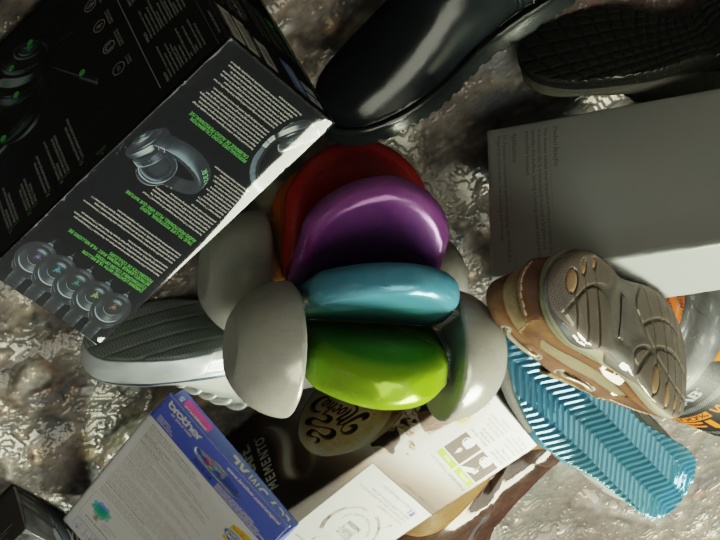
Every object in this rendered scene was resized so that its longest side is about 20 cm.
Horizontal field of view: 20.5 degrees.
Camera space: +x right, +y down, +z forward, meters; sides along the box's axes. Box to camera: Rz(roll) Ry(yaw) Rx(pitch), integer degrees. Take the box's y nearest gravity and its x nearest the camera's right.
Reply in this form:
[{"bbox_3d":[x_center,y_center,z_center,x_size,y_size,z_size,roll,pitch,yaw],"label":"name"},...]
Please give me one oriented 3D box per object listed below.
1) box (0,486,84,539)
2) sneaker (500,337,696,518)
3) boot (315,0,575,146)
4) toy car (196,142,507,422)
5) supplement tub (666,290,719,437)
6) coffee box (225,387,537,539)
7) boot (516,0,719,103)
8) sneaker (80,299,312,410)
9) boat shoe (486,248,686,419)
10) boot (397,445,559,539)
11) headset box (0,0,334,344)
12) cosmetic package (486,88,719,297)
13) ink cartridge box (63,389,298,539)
[{"bbox_3d":[-0.255,0.263,1.432,0.200,0.050,0.158,-44,130,12],"label":"box"},{"bbox_3d":[0.146,0.097,1.364,0.077,0.081,0.200,-50,126,-9],"label":"sneaker"},{"bbox_3d":[0.032,-0.188,1.184,0.200,0.076,0.168,-35,136,-4],"label":"boot"},{"bbox_3d":[0.000,0.000,1.241,0.175,0.200,0.150,4,119,-18],"label":"toy car"},{"bbox_3d":[0.253,0.053,1.441,0.200,0.123,0.123,21,115,-34],"label":"supplement tub"},{"bbox_3d":[0.007,0.121,1.384,0.200,0.113,0.080,-35,125,8],"label":"coffee box"},{"bbox_3d":[0.198,-0.110,1.332,0.200,0.068,0.131,-9,137,-12],"label":"boot"},{"bbox_3d":[-0.088,0.062,1.332,0.200,0.073,0.071,-5,124,-20],"label":"sneaker"},{"bbox_3d":[0.147,0.041,1.265,0.072,0.076,0.200,-7,151,33],"label":"boat shoe"},{"bbox_3d":[0.101,0.154,1.506,0.200,0.072,0.166,-26,150,-20],"label":"boot"},{"bbox_3d":[-0.138,-0.083,1.129,0.200,0.174,0.093,-43,130,11],"label":"headset box"},{"bbox_3d":[0.187,-0.044,1.284,0.200,0.113,0.081,-7,156,19],"label":"cosmetic package"},{"bbox_3d":[-0.116,0.161,1.324,0.042,0.119,0.200,-36,172,-39],"label":"ink cartridge box"}]
